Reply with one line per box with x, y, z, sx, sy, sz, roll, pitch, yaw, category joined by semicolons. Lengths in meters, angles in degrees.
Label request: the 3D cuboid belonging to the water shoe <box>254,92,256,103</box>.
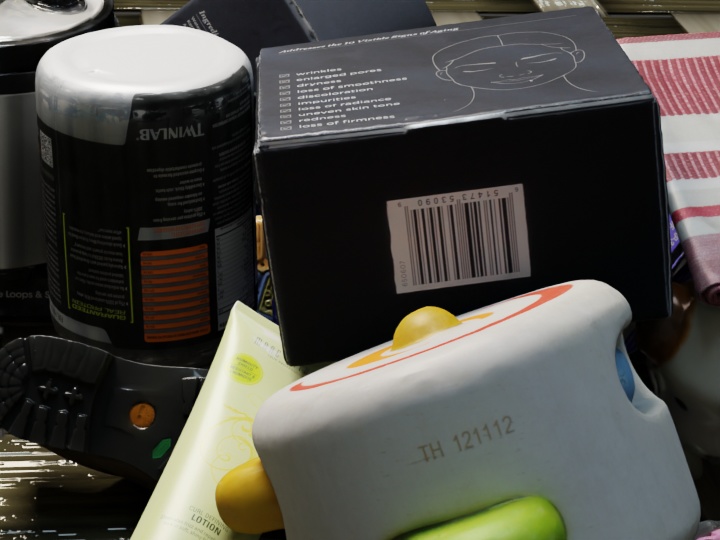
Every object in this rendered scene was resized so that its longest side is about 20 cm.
-0.086;-0.086;1.321;0.199;0.079;0.072;2;41;22;water shoe

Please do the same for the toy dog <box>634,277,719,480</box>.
0.227;0.037;1.106;0.139;0.195;0.200;27;25;18;toy dog

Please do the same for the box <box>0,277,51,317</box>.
-0.220;-0.015;1.320;0.199;0.036;0.143;0;25;-7;box

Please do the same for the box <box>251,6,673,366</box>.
0.048;-0.051;1.079;0.199;0.125;0.197;-7;21;0;box

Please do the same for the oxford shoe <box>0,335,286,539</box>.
-0.096;0.087;1.079;0.199;0.073;0.084;23;-10;3;oxford shoe

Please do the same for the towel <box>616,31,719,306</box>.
0.222;-0.059;1.084;0.143;0.023;0.201;-3;45;-9;towel

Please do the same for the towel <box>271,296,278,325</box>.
0.019;0.017;1.198;0.147;0.050;0.201;-3;53;-5;towel

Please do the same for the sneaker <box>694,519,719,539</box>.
0.115;0.162;0.962;0.095;0.080;0.199;12;23;44;sneaker

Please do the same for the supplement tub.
-0.119;-0.028;1.163;0.122;0.201;0.123;1;25;0;supplement tub

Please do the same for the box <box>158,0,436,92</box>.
-0.072;-0.149;1.427;0.200;0.105;0.148;-30;3;37;box

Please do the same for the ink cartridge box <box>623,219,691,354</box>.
0.208;-0.030;1.230;0.043;0.199;0.200;44;40;16;ink cartridge box

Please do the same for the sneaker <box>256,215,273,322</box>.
0.000;0.000;1.301;0.199;0.076;0.088;4;8;-6;sneaker

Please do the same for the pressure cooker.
-0.229;-0.109;1.245;0.178;0.201;0.176;-11;31;-26;pressure cooker

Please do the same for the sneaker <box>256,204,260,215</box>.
-0.043;-0.062;1.386;0.075;0.085;0.199;24;32;37;sneaker

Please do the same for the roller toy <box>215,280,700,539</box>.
0.048;0.084;0.922;0.182;0.141;0.200;-21;2;-35;roller toy

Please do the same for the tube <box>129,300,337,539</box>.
-0.067;0.102;0.995;0.052;0.058;0.200;-3;40;31;tube
